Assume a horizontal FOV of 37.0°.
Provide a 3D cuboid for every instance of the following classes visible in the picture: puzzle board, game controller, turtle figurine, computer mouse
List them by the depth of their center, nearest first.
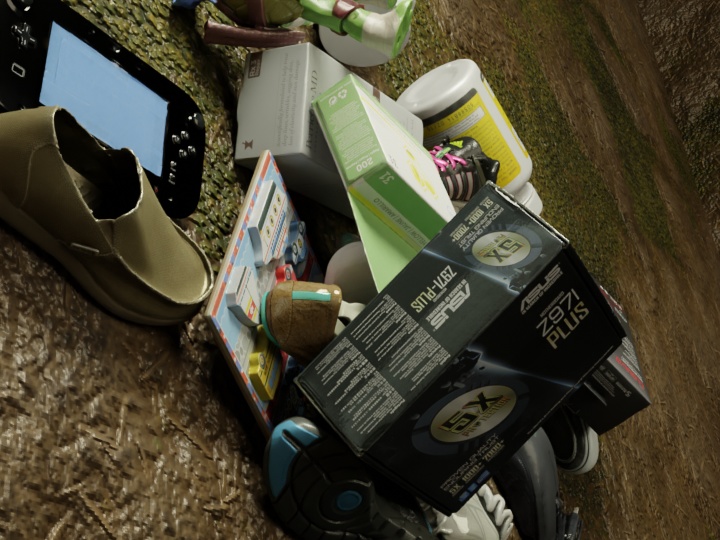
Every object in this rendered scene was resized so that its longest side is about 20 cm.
[{"bbox_3d":[-0.175,-0.111,0.724,0.200,0.042,0.105,33,41,-49],"label":"game controller"},{"bbox_3d":[-0.061,0.024,0.817,0.200,0.017,0.151,-79,155,-50],"label":"puzzle board"},{"bbox_3d":[-0.046,-0.267,0.917,0.200,0.194,0.144,-55,158,-53],"label":"turtle figurine"},{"bbox_3d":[0.191,0.225,1.146,0.200,0.053,0.138,64,26,-7],"label":"computer mouse"}]

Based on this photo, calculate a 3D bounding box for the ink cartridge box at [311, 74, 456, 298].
[{"bbox_3d":[0.038,-0.043,0.864,0.145,0.048,0.200,37,26,-51],"label":"ink cartridge box"}]

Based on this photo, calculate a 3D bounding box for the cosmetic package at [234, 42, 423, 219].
[{"bbox_3d":[-0.022,-0.117,0.963,0.200,0.074,0.102,21,69,-58],"label":"cosmetic package"}]

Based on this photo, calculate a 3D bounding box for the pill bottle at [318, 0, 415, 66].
[{"bbox_3d":[0.003,-0.322,1.161,0.113,0.113,0.200,42,35,-42],"label":"pill bottle"}]

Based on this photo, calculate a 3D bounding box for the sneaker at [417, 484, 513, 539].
[{"bbox_3d":[0.066,0.191,0.918,0.200,0.075,0.081,54,37,-25],"label":"sneaker"}]

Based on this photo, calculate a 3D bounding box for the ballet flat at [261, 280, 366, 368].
[{"bbox_3d":[-0.007,0.060,0.824,0.200,0.072,0.068,56,29,-56],"label":"ballet flat"}]

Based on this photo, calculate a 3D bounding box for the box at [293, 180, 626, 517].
[{"bbox_3d":[0.079,0.063,0.786,0.086,0.200,0.164,44,-1,38],"label":"box"}]

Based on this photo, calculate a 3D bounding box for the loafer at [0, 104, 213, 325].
[{"bbox_3d":[-0.154,-0.030,0.668,0.200,0.067,0.076,39,37,-45],"label":"loafer"}]

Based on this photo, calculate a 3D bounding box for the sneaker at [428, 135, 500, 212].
[{"bbox_3d":[0.086,-0.107,1.139,0.074,0.088,0.200,32,13,35],"label":"sneaker"}]

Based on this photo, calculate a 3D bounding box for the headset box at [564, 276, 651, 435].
[{"bbox_3d":[0.244,0.077,1.215,0.149,0.075,0.200,43,25,-21],"label":"headset box"}]

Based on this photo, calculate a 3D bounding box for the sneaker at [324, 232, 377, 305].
[{"bbox_3d":[0.000,0.000,0.934,0.089,0.075,0.200,63,4,19],"label":"sneaker"}]

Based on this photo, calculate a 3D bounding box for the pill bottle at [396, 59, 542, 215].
[{"bbox_3d":[0.133,-0.136,1.263,0.200,0.111,0.111,55,28,-22],"label":"pill bottle"}]

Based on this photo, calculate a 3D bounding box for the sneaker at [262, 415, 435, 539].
[{"bbox_3d":[-0.012,0.164,0.803,0.200,0.073,0.082,54,12,-38],"label":"sneaker"}]

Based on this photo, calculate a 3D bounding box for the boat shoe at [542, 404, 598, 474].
[{"bbox_3d":[0.202,0.142,1.234,0.071,0.072,0.200,8,51,-52],"label":"boat shoe"}]
